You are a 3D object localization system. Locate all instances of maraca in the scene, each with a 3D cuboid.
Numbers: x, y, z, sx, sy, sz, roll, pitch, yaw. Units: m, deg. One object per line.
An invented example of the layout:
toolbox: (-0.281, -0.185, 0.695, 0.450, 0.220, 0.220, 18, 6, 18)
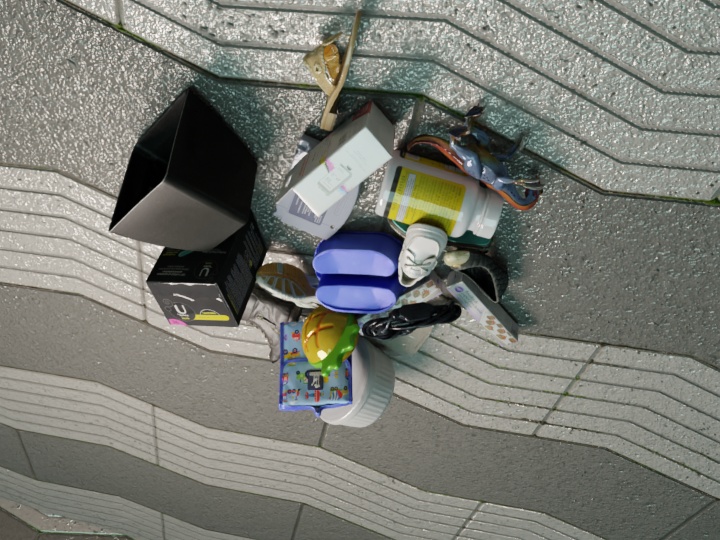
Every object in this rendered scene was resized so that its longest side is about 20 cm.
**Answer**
maraca: (-0.054, 0.131, 1.386, 0.106, 0.200, 0.138, 31, 94, -21)

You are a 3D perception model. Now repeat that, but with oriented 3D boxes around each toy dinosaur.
toy dinosaur: (0.206, -0.166, 1.131, 0.198, 0.106, 0.182, -2, 133, 39)

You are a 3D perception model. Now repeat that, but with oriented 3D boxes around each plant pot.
plant pot: (-0.292, -0.148, 1.243, 0.176, 0.203, 0.198, 28, 139, -34)

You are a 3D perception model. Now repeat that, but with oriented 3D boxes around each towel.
towel: (0.052, 0.104, 1.515, 0.198, 0.035, 0.133, 24, 137, -7)

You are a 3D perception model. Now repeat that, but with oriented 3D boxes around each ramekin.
ramekin: (-0.008, 0.249, 1.578, 0.093, 0.205, 0.201, 26, 140, -31)

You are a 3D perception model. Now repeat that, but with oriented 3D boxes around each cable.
cable: (0.104, 0.102, 1.387, 0.197, 0.052, 0.163, -10, 164, -27)

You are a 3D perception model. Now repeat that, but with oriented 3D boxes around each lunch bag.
lunch bag: (-0.091, 0.209, 1.477, 0.148, 0.202, 0.095, -3, 141, 1)

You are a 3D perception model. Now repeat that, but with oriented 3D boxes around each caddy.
caddy: (0.000, 0.000, 1.367, 0.197, 0.105, 0.144, 3, 116, 14)

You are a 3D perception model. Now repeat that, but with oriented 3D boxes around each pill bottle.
pill bottle: (0.131, -0.120, 1.185, 0.197, 0.112, 0.112, 16, 139, 1)

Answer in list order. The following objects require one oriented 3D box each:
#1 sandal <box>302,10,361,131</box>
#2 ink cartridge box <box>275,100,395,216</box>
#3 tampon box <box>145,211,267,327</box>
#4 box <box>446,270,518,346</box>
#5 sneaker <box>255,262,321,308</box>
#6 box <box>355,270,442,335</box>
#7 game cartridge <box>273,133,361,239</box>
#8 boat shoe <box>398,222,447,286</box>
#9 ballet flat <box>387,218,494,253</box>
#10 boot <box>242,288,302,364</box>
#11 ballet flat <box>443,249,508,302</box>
sandal: (-0.055, -0.298, 1.077, 0.069, 0.079, 0.213, 13, 144, -6)
ink cartridge box: (-0.040, -0.167, 1.144, 0.199, 0.117, 0.068, -35, 113, 25)
tampon box: (-0.287, -0.008, 1.373, 0.147, 0.202, 0.127, 1, 137, 17)
box: (0.242, 0.074, 1.404, 0.038, 0.042, 0.200, -23, 126, 36)
sneaker: (-0.127, 0.043, 1.444, 0.198, 0.077, 0.087, 16, 150, -28)
box: (0.072, 0.064, 1.426, 0.198, 0.042, 0.039, -30, 114, 24)
game cartridge: (-0.071, -0.143, 1.283, 0.132, 0.041, 0.201, 25, 138, -5)
boat shoe: (0.101, -0.019, 1.222, 0.070, 0.070, 0.200, 18, 161, 3)
ballet flat: (0.140, -0.061, 1.289, 0.197, 0.069, 0.076, 13, 155, 1)
boot: (-0.228, 0.109, 1.591, 0.172, 0.070, 0.202, 21, 128, -5)
ballet flat: (0.212, 0.006, 1.287, 0.066, 0.058, 0.199, -3, 161, 40)
